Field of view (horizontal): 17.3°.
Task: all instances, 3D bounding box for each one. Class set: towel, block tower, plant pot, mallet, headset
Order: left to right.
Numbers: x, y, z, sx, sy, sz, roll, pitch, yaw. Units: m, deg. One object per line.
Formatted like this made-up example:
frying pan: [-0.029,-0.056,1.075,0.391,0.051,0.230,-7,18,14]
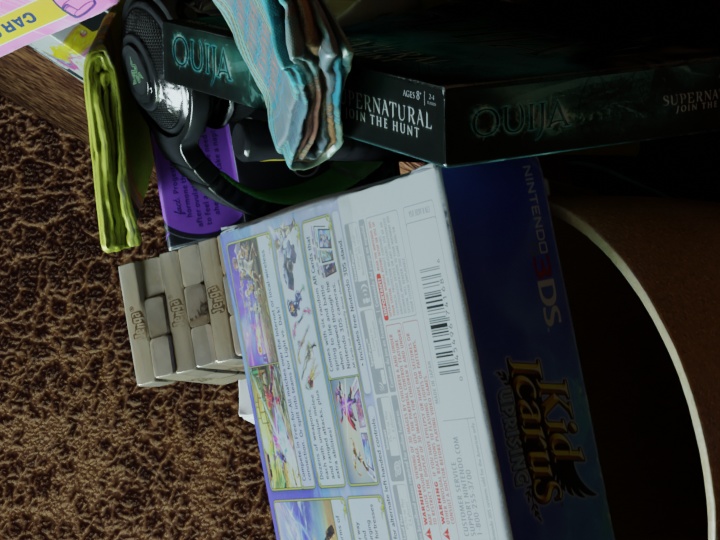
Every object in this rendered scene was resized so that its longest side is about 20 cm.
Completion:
towel: [-0.102,-0.075,1.054,0.018,0.086,0.200,-3,-164,0]
towel: [-0.061,-0.131,0.739,0.200,0.022,0.147,60,174,7]
headset: [-0.043,-0.106,0.951,0.200,0.124,0.094,51,165,-28]
block tower: [0.000,0.000,0.968,0.200,0.054,0.058,-16,168,26]
mallet: [0.056,-0.045,0.860,0.200,0.041,0.066,-2,-169,-25]
plant pot: [0.150,0.054,0.866,0.200,0.187,0.186,-9,-162,-29]

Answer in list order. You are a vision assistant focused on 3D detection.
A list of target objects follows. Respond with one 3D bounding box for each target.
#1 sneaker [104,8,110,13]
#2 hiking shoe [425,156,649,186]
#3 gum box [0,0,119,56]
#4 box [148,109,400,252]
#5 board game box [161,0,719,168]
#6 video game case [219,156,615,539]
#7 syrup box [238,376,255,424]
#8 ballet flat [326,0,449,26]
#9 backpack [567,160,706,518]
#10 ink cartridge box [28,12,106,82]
sneaker: [-0.139,-0.189,1.167,0.200,0.072,0.083,28,-150,-4]
hiking shoe: [0.090,-0.033,1.108,0.101,0.076,0.200,33,176,34]
gum box: [-0.195,-0.156,1.092,0.200,0.066,0.114,-16,128,46]
box: [-0.037,-0.063,1.127,0.106,0.122,0.200,-9,174,1]
board game box: [0.033,-0.073,0.848,0.135,0.028,0.200,-9,-164,-30]
video game case: [0.021,0.068,0.850,0.045,0.200,0.181,-10,179,-28]
syrup box: [0.024,0.051,1.101,0.079,0.082,0.200,-9,158,24]
ballet flat: [-0.006,-0.121,0.822,0.067,0.067,0.200,32,176,15]
backpack: [0.148,0.068,1.026,0.200,0.176,0.153,11,144,-6]
ink cartridge box: [-0.148,-0.153,1.358,0.200,0.083,0.146,33,176,-22]
